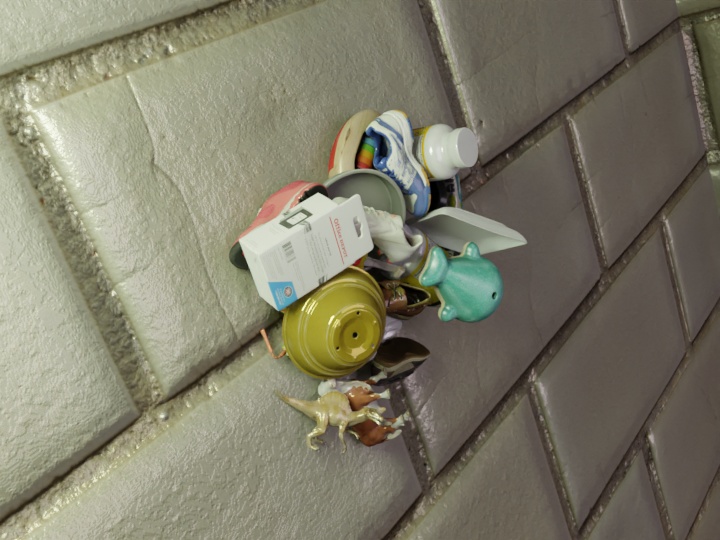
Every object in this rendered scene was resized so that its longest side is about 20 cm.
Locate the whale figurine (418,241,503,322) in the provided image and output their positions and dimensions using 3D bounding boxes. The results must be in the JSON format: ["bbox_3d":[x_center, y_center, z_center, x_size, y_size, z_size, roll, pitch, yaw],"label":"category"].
[{"bbox_3d":[0.195,0.024,1.613,0.199,0.103,0.161,29,83,-45],"label":"whale figurine"}]

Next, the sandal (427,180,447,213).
[{"bbox_3d":[0.150,-0.189,1.730,0.047,0.076,0.203,10,52,-23],"label":"sandal"}]

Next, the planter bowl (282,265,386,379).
[{"bbox_3d":[-0.025,0.097,1.430,0.198,0.083,0.204,-7,106,-26],"label":"planter bowl"}]

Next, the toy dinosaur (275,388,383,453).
[{"bbox_3d":[-0.063,0.256,1.490,0.197,0.058,0.103,13,96,-11],"label":"toy dinosaur"}]

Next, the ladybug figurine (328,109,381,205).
[{"bbox_3d":[-0.005,-0.207,1.588,0.136,0.071,0.202,42,58,-40],"label":"ladybug figurine"}]

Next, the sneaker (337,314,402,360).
[{"bbox_3d":[-0.004,0.108,1.577,0.200,0.077,0.100,-43,111,-51],"label":"sneaker"}]

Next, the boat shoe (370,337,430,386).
[{"bbox_3d":[0.070,0.177,1.658,0.199,0.073,0.066,-5,123,-59],"label":"boat shoe"}]

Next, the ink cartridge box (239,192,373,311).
[{"bbox_3d":[-0.084,-0.041,1.385,0.199,0.066,0.117,-32,127,-22],"label":"ink cartridge box"}]

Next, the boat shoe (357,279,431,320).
[{"bbox_3d":[0.052,0.045,1.562,0.199,0.068,0.073,4,61,-51],"label":"boat shoe"}]

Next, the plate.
[{"bbox_3d":[0.194,-0.079,1.672,0.198,0.199,0.033,17,78,-23],"label":"plate"}]

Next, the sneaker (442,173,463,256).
[{"bbox_3d":[0.195,-0.120,1.819,0.079,0.077,0.203,-3,91,-61],"label":"sneaker"}]

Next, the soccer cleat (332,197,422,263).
[{"bbox_3d":[0.028,-0.080,1.481,0.199,0.077,0.070,33,34,-41],"label":"soccer cleat"}]

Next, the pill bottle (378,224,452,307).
[{"bbox_3d":[0.103,-0.017,1.668,0.199,0.113,0.116,35,62,-41],"label":"pill bottle"}]

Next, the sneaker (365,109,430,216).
[{"bbox_3d":[0.063,-0.187,1.571,0.088,0.075,0.202,-29,104,-35],"label":"sneaker"}]

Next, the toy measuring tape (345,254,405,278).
[{"bbox_3d":[0.000,0.000,1.509,0.198,0.073,0.075,18,74,-32],"label":"toy measuring tape"}]

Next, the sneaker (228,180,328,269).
[{"bbox_3d":[-0.144,-0.077,1.425,0.200,0.086,0.074,-41,130,-16],"label":"sneaker"}]

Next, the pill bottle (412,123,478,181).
[{"bbox_3d":[0.124,-0.222,1.642,0.104,0.198,0.106,5,84,-49],"label":"pill bottle"}]

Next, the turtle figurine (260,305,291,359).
[{"bbox_3d":[-0.089,0.055,1.477,0.160,0.064,0.203,13,77,-48],"label":"turtle figurine"}]

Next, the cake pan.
[{"bbox_3d":[-0.014,-0.090,1.525,0.198,0.037,0.203,-12,120,-21],"label":"cake pan"}]

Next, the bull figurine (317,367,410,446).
[{"bbox_3d":[0.008,0.242,1.552,0.066,0.120,0.201,-90,156,-50],"label":"bull figurine"}]
